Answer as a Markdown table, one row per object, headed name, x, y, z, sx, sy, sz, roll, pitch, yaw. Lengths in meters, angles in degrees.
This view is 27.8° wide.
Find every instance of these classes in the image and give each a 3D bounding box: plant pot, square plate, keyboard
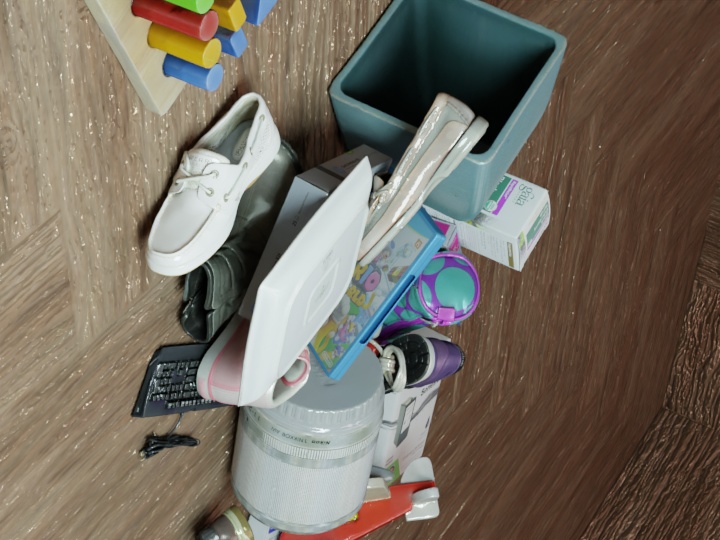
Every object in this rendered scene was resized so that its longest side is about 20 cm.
| name | x | y | z | sx | sy | sz | roll | pitch | yaw |
| --- | --- | --- | --- | --- | --- | --- | --- | --- | --- |
| plant pot | 0.096 | -0.169 | 1.642 | 0.197 | 0.195 | 0.200 | -56 | 162 | -26 |
| square plate | -0.048 | 0.016 | 1.401 | 0.200 | 0.028 | 0.198 | -53 | 167 | -37 |
| keyboard | -0.178 | 0.137 | 1.524 | 0.200 | 0.021 | 0.128 | 3 | 109 | -66 |

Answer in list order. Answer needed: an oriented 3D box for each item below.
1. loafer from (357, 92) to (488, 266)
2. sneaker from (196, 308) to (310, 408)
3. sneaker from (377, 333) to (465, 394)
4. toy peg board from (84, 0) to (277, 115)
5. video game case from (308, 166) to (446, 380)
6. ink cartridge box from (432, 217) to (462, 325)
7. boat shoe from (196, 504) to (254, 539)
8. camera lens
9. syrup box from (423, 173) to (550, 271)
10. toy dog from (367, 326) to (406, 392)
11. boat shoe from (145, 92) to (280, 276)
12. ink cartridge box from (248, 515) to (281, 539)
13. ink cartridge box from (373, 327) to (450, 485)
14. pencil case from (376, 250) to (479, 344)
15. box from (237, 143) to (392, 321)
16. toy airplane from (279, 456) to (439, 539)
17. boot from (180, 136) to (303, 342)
| name | x | y | z | sx | sy | sz | roll | pitch | yaw |
| --- | --- | --- | --- | --- | --- | --- | --- | --- | --- |
| loafer | 0.046 | -0.094 | 1.487 | 0.200 | 0.063 | 0.072 | -49 | -179 | 19 |
| sneaker | -0.083 | 0.066 | 1.541 | 0.200 | 0.104 | 0.075 | -60 | 151 | -35 |
| sneaker | 0.042 | 0.124 | 1.785 | 0.087 | 0.200 | 0.076 | 5 | 78 | -43 |
| toy peg board | -0.114 | -0.245 | 1.187 | 0.200 | 0.098 | 0.199 | -59 | 157 | -18 |
| video game case | 0.000 | 0.000 | 1.577 | 0.018 | 0.143 | 0.200 | 22 | 112 | -39 |
| ink cartridge box | 0.071 | -0.009 | 1.819 | 0.042 | 0.119 | 0.200 | -62 | 158 | -25 |
| boat shoe | -0.172 | 0.344 | 1.691 | 0.066 | 0.072 | 0.201 | -16 | 146 | -26 |
| camera lens | -0.060 | 0.184 | 1.641 | 0.160 | 0.160 | 0.201 | -41 | 150 | -47 |
| syrup box | 0.123 | -0.084 | 1.756 | 0.079 | 0.200 | 0.082 | -56 | 156 | -22 |
| toy dog | -0.016 | 0.055 | 1.708 | 0.132 | 0.096 | 0.201 | 153 | -63 | -64 |
| boat shoe | -0.141 | -0.085 | 1.329 | 0.069 | 0.071 | 0.200 | 80 | 32 | -51 |
| ink cartridge box | -0.091 | 0.258 | 1.824 | 0.095 | 0.037 | 0.201 | -15 | 127 | -64 |
| ink cartridge box | 0.038 | 0.184 | 1.981 | 0.145 | 0.084 | 0.201 | -32 | 140 | -55 |
| pencil case | 0.062 | 0.037 | 1.761 | 0.200 | 0.085 | 0.093 | -26 | -136 | 63 |
| box | -0.042 | -0.038 | 1.472 | 0.156 | 0.041 | 0.200 | -66 | 167 | 21 |
| toy airplane | 0.002 | 0.283 | 1.836 | 0.200 | 0.141 | 0.199 | -41 | 163 | 35 |
| boot | -0.119 | -0.028 | 1.427 | 0.131 | 0.068 | 0.201 | -44 | 151 | -49 |
